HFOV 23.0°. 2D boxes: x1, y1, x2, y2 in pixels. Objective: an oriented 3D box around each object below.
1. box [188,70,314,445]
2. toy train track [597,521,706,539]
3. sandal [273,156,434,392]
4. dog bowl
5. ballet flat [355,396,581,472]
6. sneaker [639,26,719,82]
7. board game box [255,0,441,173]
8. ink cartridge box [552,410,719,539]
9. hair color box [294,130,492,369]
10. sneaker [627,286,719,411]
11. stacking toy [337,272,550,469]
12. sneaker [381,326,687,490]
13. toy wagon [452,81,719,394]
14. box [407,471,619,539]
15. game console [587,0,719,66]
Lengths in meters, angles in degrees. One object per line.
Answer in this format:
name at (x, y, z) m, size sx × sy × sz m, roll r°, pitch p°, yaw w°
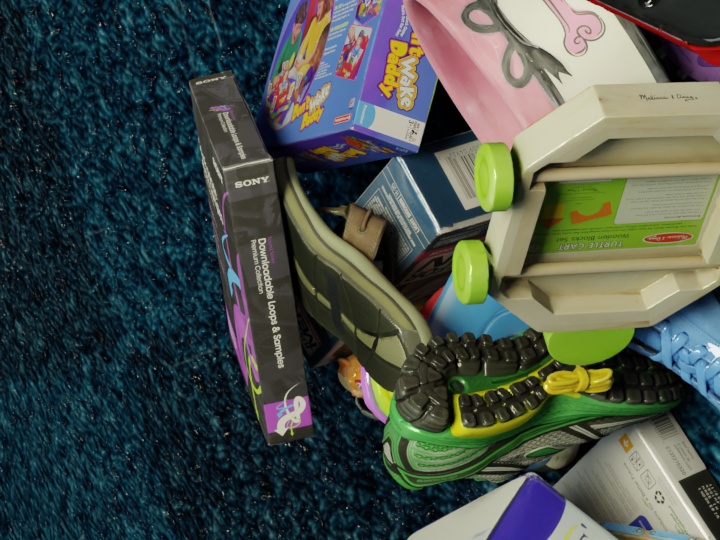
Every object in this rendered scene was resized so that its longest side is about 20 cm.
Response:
box at (-0.071, -0.009, 1.133) m, size 0.143 × 0.036 × 0.201 m, roll -117°, pitch 19°, yaw -60°
toy train track at (0.185, 0.170, 1.002) m, size 0.200 × 0.033 × 0.115 m, roll 5°, pitch 127°, yaw 38°
sandal at (0.000, 0.001, 1.051) m, size 0.201 × 0.057 × 0.080 m, roll 49°, pitch 155°, yaw 43°
dog bowl at (0.097, -0.101, 0.942) m, size 0.200 × 0.074 × 0.200 m, roll 55°, pitch 178°, yaw 3°
ballet flat at (0.072, 0.101, 1.173) m, size 0.200 × 0.057 × 0.067 m, roll 7°, pitch 110°, yaw 55°
sneaker at (0.165, -0.120, 0.916) m, size 0.081 × 0.083 × 0.201 m, roll -30°, pitch 80°, yaw 57°
board game box at (-0.004, -0.136, 1.101) m, size 0.200 × 0.045 × 0.135 m, roll -1°, pitch 73°, yaw 69°
ink cartridge box at (0.154, 0.170, 1.102) m, size 0.095 × 0.037 × 0.200 m, roll 59°, pitch 142°, yaw 19°
hair color box at (0.032, -0.014, 1.143) m, size 0.061 × 0.100 × 0.200 m, roll 62°, pitch 146°, yaw 14°
sneaker at (0.181, 0.040, 0.969) m, size 0.200 × 0.078 × 0.066 m, roll 51°, pitch 139°, yaw 28°
stacking toy at (0.041, 0.063, 1.123) m, size 0.116 × 0.110 × 0.200 m, roll 36°, pitch 156°, yaw -24°
sneaker at (0.096, 0.072, 0.996) m, size 0.078 × 0.199 × 0.085 m, roll 63°, pitch 145°, yaw 33°
toy wagon at (0.124, -0.012, 0.883) m, size 0.200 × 0.155 × 0.040 m, roll 101°, pitch 162°, yaw -48°
box at (0.113, 0.232, 1.027) m, size 0.200 × 0.105 × 0.184 m, roll 38°, pitch 152°, yaw -5°
game console at (0.174, -0.195, 0.804) m, size 0.177 × 0.200 × 0.031 m, roll 37°, pitch 176°, yaw 41°
